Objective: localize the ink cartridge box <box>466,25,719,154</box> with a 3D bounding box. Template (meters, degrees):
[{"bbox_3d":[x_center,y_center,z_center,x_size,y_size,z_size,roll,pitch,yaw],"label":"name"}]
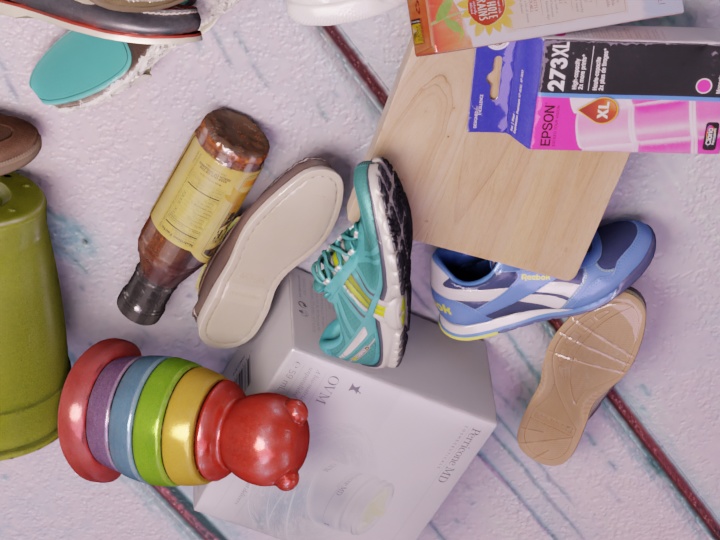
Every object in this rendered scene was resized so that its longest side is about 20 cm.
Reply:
[{"bbox_3d":[0.185,-0.140,1.633,0.199,0.037,0.095,2,119,-5],"label":"ink cartridge box"}]

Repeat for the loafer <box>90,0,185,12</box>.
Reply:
[{"bbox_3d":[-0.109,-0.237,1.530,0.199,0.067,0.076,-16,86,-21],"label":"loafer"}]

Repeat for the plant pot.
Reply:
[{"bbox_3d":[-0.324,0.022,1.720,0.199,0.201,0.194,5,114,-7],"label":"plant pot"}]

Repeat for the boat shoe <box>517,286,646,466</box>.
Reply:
[{"bbox_3d":[0.195,0.083,1.860,0.072,0.065,0.201,23,125,3],"label":"boat shoe"}]

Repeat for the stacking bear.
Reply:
[{"bbox_3d":[-0.134,0.127,1.729,0.199,0.114,0.122,8,86,22],"label":"stacking bear"}]

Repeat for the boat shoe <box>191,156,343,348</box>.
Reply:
[{"bbox_3d":[-0.081,-0.024,1.764,0.072,0.060,0.200,14,126,-28],"label":"boat shoe"}]

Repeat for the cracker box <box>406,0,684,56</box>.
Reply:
[{"bbox_3d":[0.130,-0.239,1.560,0.199,0.058,0.135,-10,95,-14],"label":"cracker box"}]

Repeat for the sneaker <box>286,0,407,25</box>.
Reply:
[{"bbox_3d":[0.030,-0.252,1.610,0.199,0.075,0.089,-20,115,1],"label":"sneaker"}]

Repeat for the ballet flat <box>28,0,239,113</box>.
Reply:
[{"bbox_3d":[-0.165,-0.180,1.648,0.200,0.072,0.072,-33,122,21],"label":"ballet flat"}]

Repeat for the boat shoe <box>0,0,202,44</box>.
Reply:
[{"bbox_3d":[-0.208,-0.211,1.585,0.199,0.071,0.063,15,101,18],"label":"boat shoe"}]

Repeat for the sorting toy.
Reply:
[{"bbox_3d":[0.111,-0.114,1.699,0.198,0.070,0.201,15,117,-14],"label":"sorting toy"}]

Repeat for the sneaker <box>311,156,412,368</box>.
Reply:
[{"bbox_3d":[0.000,0.000,1.677,0.079,0.078,0.201,5,129,5],"label":"sneaker"}]

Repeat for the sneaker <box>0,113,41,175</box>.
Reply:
[{"bbox_3d":[-0.353,-0.116,1.676,0.199,0.071,0.076,-2,123,-4],"label":"sneaker"}]

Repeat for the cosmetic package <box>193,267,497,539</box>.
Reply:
[{"bbox_3d":[-0.016,0.135,1.849,0.199,0.123,0.200,20,123,-19],"label":"cosmetic package"}]

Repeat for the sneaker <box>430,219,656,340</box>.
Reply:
[{"bbox_3d":[0.150,-0.006,1.787,0.199,0.074,0.082,-19,123,9],"label":"sneaker"}]

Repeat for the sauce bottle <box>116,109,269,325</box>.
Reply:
[{"bbox_3d":[-0.143,-0.040,1.750,0.066,0.066,0.200,21,124,-18],"label":"sauce bottle"}]
